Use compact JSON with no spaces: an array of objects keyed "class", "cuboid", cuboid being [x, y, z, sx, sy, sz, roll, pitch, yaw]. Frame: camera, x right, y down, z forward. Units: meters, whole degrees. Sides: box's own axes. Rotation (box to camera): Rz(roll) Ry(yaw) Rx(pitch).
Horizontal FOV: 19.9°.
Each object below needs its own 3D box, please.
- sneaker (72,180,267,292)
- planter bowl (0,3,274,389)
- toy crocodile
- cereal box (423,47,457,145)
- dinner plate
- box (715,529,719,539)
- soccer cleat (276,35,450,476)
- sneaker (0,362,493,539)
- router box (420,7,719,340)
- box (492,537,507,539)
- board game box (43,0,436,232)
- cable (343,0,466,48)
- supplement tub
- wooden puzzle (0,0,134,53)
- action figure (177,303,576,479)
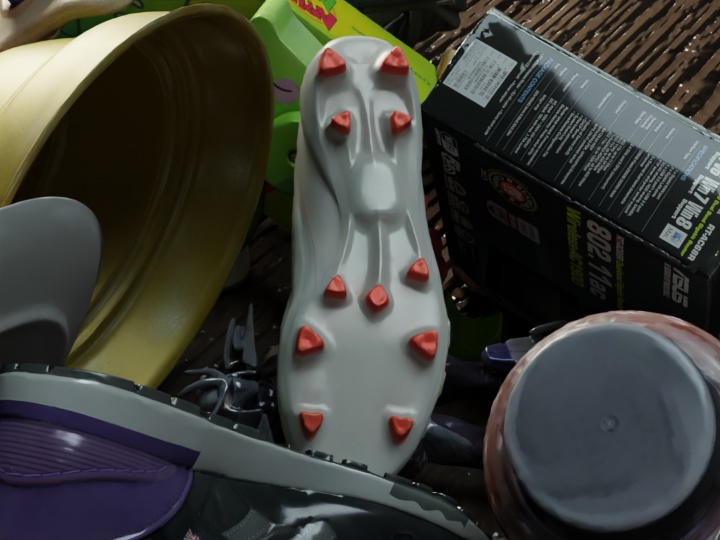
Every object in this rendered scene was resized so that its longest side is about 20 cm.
[{"class":"sneaker","cuboid":[-0.124,-0.032,0.922,0.199,0.090,0.067,-9,42,-39]},{"class":"planter bowl","cuboid":[-0.124,-0.027,0.816,0.083,0.201,0.200,27,31,20]},{"class":"toy crocodile","cuboid":[0.002,-0.035,0.953,0.201,0.062,0.068,64,19,-12]},{"class":"cereal box","cuboid":[0.129,-0.057,1.092,0.199,0.040,0.144,21,-4,2]},{"class":"dinner plate","cuboid":[-0.150,0.059,0.669,0.024,0.200,0.200,41,36,11]},{"class":"box","cuboid":[0.165,0.147,0.710,0.096,0.201,0.176,33,34,21]},{"class":"soccer cleat","cuboid":[0.000,0.000,0.853,0.069,0.078,0.201,3,70,-6]},{"class":"sneaker","cuboid":[-0.044,0.100,0.687,0.199,0.088,0.076,22,-17,-32]},{"class":"router box","cuboid":[0.111,-0.018,0.951,0.149,0.200,0.062,31,75,19]},{"class":"box","cuboid":[-0.030,0.143,0.737,0.199,0.060,0.117,11,33,-15]},{"class":"board game box","cuboid":[-0.069,-0.108,0.990,0.200,0.102,0.048,34,29,-25]},{"class":"cable","cuboid":[-0.040,-0.138,1.084,0.199,0.163,0.051,-12,83,-16]},{"class":"supplement tub","cuboid":[0.105,0.077,0.761,0.107,0.107,0.200,33,-6,21]},{"class":"wooden puzzle","cuboid":[-0.147,-0.163,0.900,0.046,0.199,0.186,37,55,-30]},{"class":"action figure","cuboid":[0.018,0.056,0.889,0.199,0.069,0.131,4,52,-17]}]
